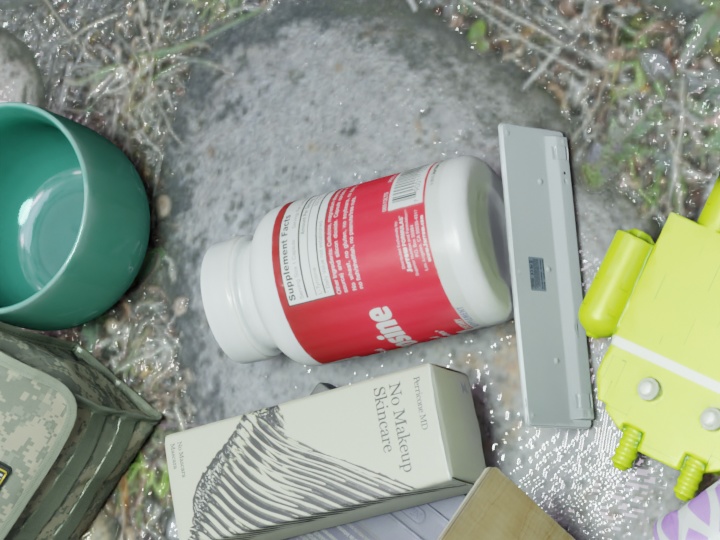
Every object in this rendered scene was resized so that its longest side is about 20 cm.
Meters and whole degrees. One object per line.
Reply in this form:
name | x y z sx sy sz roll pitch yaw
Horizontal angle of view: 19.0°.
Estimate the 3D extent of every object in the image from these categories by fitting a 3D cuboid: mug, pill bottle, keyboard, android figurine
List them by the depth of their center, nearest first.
android figurine | 0.223 0.044 1.344 0.182 0.041 0.201 27 91 27
keyboard | 0.120 0.003 1.394 0.011 0.056 0.201 -24 67 56
pill bottle | 0.000 0.000 1.419 0.199 0.112 0.113 -14 74 23
mug | -0.235 -0.045 1.540 0.152 0.114 0.185 -42 64 14

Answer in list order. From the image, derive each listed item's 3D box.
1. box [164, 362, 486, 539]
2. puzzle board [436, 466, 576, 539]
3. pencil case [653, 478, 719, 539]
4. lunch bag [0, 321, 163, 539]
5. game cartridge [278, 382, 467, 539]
box | -0.023 0.124 1.397 0.199 0.068 0.083 -18 73 22
puzzle board | 0.077 0.242 1.296 0.151 0.017 0.200 43 66 -13
pencil case | 0.273 0.136 1.276 0.200 0.085 0.084 -31 76 17
lunch bag | -0.255 0.125 1.471 0.117 0.200 0.164 37 96 27
game cartridge | 0.014 0.182 1.424 0.200 0.038 0.130 37 101 27
